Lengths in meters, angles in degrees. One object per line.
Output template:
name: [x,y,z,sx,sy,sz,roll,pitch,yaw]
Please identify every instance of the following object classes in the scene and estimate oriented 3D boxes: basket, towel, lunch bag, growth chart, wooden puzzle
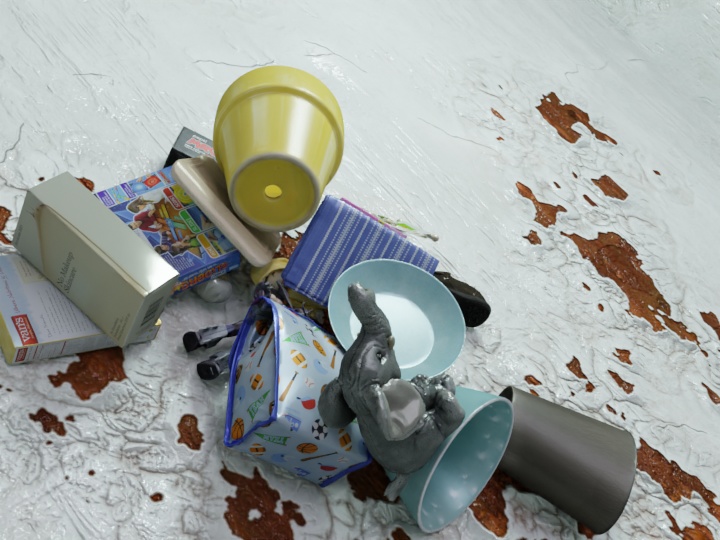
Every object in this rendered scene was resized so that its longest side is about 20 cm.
basket: [0.282,0.265,1.361,0.198,0.137,0.181,27,34,-4]
towel: [0.000,0.000,1.341,0.198,0.146,0.024,30,-5,-13]
lunch bag: [-0.079,0.149,1.190,0.169,0.123,0.202,31,42,-35]
growth chart: [0.038,-0.087,1.574,0.198,0.018,0.144,16,9,-43]
wooden puzzle: [-0.193,-0.086,1.346,0.185,0.037,0.200,48,9,-7]

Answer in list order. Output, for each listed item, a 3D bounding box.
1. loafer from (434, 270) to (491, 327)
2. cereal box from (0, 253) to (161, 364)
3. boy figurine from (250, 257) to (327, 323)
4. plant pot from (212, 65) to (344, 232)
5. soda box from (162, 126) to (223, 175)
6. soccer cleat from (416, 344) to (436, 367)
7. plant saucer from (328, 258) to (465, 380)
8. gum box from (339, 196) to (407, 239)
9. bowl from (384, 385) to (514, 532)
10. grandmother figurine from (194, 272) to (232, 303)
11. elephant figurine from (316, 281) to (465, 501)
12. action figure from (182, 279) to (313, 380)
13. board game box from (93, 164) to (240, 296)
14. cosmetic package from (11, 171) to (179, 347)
loafer: [0.122,0.035,1.546,0.198,0.073,0.072,24,28,-22]
cereal box: [-0.371,0.038,1.184,0.198,0.040,0.145,-7,53,-41]
boy figurine: [-0.063,0.018,1.370,0.197,0.126,0.065,16,27,-15]
plant pot: [-0.121,-0.161,1.341,0.198,0.202,0.190,21,35,-16]
soda box: [-0.212,-0.146,1.485,0.198,0.064,0.071,25,38,-11]
soccer cleat: [0.092,0.092,1.365,0.064,0.084,0.201,25,17,-14]
plant saucer: [0.047,0.075,1.287,0.198,0.039,0.203,10,49,-12]
gum box: [-0.006,-0.050,1.453,0.112,0.067,0.200,30,-4,-6]
bowl: [0.103,0.232,1.234,0.104,0.204,0.199,30,31,32]
grandmother figurine: [-0.226,-0.033,1.358,0.119,0.061,0.202,1,45,-24]
elephant figurine: [0.018,0.143,1.097,0.199,0.141,0.156,38,26,-39]
action figure: [-0.139,0.087,1.275,0.198,0.069,0.132,-21,81,-38]
board game box: [-0.275,-0.057,1.309,0.134,0.035,0.200,-23,56,-27]
cosmetic package: [-0.329,-0.014,1.154,0.199,0.104,0.073,40,38,8]
